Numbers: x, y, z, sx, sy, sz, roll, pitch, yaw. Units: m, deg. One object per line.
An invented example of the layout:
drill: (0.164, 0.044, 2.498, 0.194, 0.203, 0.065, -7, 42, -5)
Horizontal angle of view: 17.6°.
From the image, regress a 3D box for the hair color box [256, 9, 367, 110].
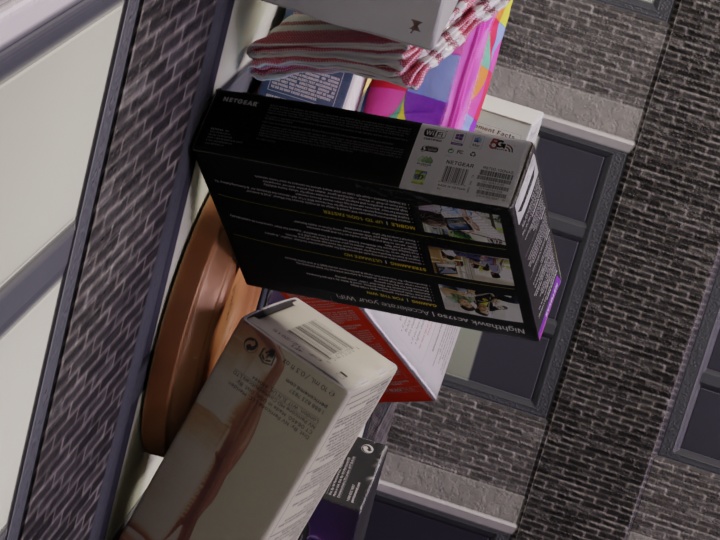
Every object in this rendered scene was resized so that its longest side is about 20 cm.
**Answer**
hair color box: (-0.019, -0.159, 1.551, 0.100, 0.060, 0.201, 96, 13, -75)

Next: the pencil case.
pencil case: (0.052, -0.141, 1.591, 0.088, 0.088, 0.201, 46, 62, -84)

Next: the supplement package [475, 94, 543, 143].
supplement package: (0.077, -0.075, 2.285, 0.152, 0.150, 0.201, -42, 149, -78)

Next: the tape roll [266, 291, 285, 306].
tape roll: (-0.019, 0.036, 1.888, 0.201, 0.085, 0.200, -63, 174, -13)

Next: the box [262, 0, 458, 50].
box: (0.015, -0.226, 1.361, 0.200, 0.123, 0.098, -65, 170, -57)

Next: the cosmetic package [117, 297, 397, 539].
cosmetic package: (-0.071, 0.127, 1.484, 0.201, 0.087, 0.103, -60, 168, 15)

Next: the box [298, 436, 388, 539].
box: (-0.072, 0.200, 1.716, 0.079, 0.140, 0.201, -62, 168, -49)

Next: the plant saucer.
plant saucer: (-0.095, 0.027, 1.523, 0.200, 0.032, 0.202, 17, 90, -84)

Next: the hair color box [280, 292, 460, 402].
hair color box: (0.000, 0.000, 1.707, 0.200, 0.061, 0.102, 53, 46, -39)

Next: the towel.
towel: (0.040, -0.169, 1.435, 0.200, 0.146, 0.030, -39, 119, -34)

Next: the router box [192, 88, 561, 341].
router box: (0.012, -0.032, 1.389, 0.150, 0.198, 0.051, 73, 33, -56)
